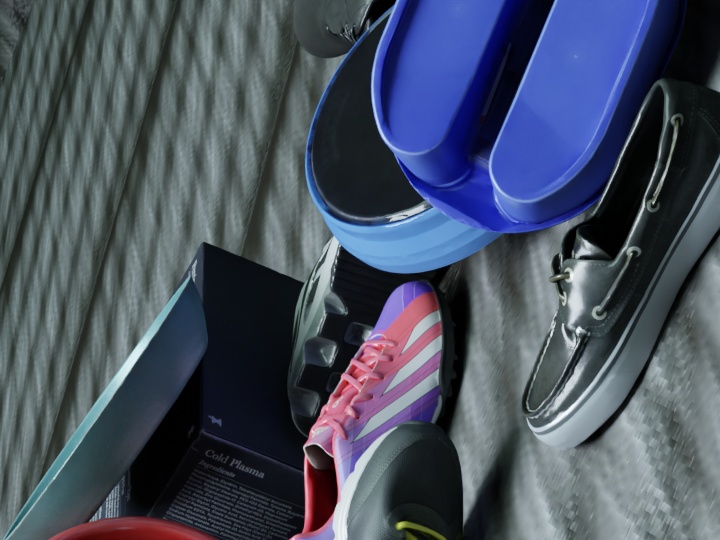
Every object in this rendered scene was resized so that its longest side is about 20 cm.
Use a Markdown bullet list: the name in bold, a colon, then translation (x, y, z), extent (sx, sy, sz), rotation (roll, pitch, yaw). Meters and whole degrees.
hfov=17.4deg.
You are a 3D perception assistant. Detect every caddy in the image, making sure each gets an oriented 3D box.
- **caddy**: translation (0.089, -0.119, 1.239), extent (0.201, 0.140, 0.105), rotation (-67, -11, 3)

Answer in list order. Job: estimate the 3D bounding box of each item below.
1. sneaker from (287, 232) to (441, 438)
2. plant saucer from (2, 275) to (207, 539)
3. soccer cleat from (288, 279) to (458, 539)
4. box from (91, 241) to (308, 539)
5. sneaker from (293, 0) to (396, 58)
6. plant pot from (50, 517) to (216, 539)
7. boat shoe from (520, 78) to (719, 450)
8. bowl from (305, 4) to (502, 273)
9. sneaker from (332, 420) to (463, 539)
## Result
- **sneaker**: translation (0.000, 0.000, 1.466), extent (0.201, 0.074, 0.089), rotation (-63, 21, 15)
- **plant saucer**: translation (-0.149, 0.095, 1.447), extent (0.201, 0.036, 0.200), rotation (-53, 5, 7)
- **soccer cleat**: translation (0.006, 0.087, 1.354), extent (0.068, 0.073, 0.201), rotation (-39, 34, 55)
- **box**: translation (-0.101, 0.121, 1.567), extent (0.183, 0.103, 0.201), rotation (-57, 22, 32)
- **sneaker**: translation (0.005, -0.179, 1.580), extent (0.200, 0.075, 0.092), rotation (144, 136, -60)
- **plant pot**: translation (-0.151, 0.271, 1.418), extent (0.178, 0.199, 0.202), rotation (124, 160, -59)
- **boat shoe**: translation (0.124, -0.005, 1.150), extent (0.201, 0.056, 0.069), rotation (-61, 20, 19)
- **bowl**: translation (0.049, -0.094, 1.366), extent (0.200, 0.039, 0.202), rotation (-28, 42, 28)
- **sneaker**: translation (0.028, 0.178, 1.216), extent (0.084, 0.074, 0.202), rotation (-9, 70, 62)
